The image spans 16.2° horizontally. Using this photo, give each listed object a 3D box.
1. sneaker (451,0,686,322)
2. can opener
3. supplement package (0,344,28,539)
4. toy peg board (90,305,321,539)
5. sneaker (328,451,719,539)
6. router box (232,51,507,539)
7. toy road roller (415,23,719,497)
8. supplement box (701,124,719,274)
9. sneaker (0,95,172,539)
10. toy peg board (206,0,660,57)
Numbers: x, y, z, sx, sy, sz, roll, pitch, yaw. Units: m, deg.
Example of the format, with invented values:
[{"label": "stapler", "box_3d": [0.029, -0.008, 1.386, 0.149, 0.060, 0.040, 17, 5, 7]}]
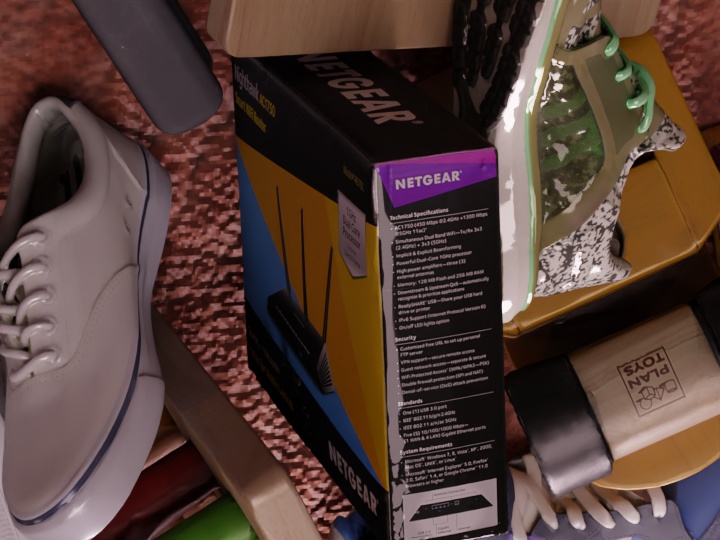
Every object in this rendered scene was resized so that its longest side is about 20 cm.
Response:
[{"label": "sneaker", "box_3d": [0.083, -0.069, 0.975, 0.088, 0.077, 0.201, -4, 129, -17]}, {"label": "can opener", "box_3d": [-0.098, -0.146, 0.984, 0.067, 0.053, 0.200, -29, 125, 5]}, {"label": "supplement package", "box_3d": [-0.204, 0.049, 1.041, 0.113, 0.110, 0.201, -17, 124, -4]}, {"label": "toy peg board", "box_3d": [-0.072, 0.132, 1.056, 0.098, 0.199, 0.201, -31, 124, -10]}, {"label": "sneaker", "box_3d": [0.082, 0.107, 1.169, 0.200, 0.081, 0.146, -34, 128, 14]}, {"label": "router box", "box_3d": [0.000, 0.000, 0.987, 0.051, 0.200, 0.150, -8, 109, -16]}, {"label": "toy road roller", "box_3d": [0.099, -0.002, 1.104, 0.122, 0.146, 0.201, -24, 87, 1]}, {"label": "supplement box", "box_3d": [0.230, 0.024, 1.087, 0.103, 0.200, 0.131, -16, 125, -5]}, {"label": "sneaker", "box_3d": [-0.122, 0.017, 0.996, 0.073, 0.201, 0.071, -29, 131, 27]}, {"label": "toy peg board", "box_3d": [0.031, -0.197, 0.977, 0.198, 0.098, 0.201, -6, 124, -30]}]
